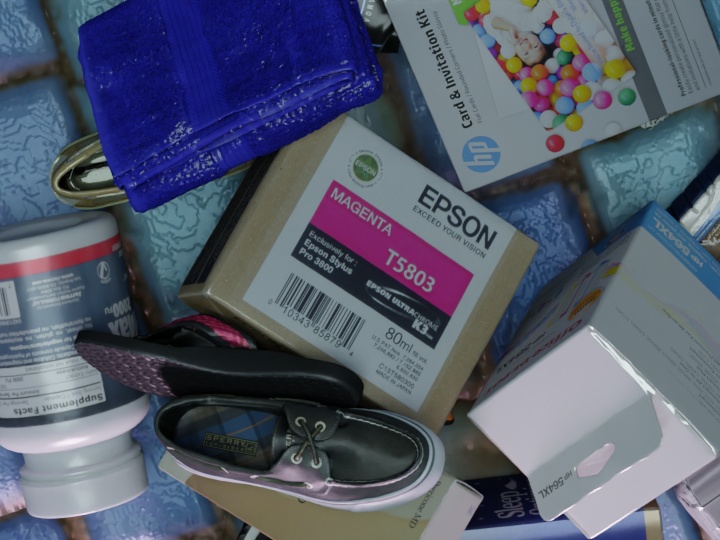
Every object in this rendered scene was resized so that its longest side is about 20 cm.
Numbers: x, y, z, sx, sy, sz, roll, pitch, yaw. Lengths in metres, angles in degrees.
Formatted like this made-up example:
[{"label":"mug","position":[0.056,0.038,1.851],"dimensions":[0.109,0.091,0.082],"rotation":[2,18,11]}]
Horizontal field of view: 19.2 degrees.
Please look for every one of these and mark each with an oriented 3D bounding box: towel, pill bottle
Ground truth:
[{"label":"towel","position":[-0.094,-0.143,1.440],"dimensions":[0.199,0.050,0.148],"rotation":[-24,74,16]},{"label":"pill bottle","position":[-0.213,0.067,1.520],"dimensions":[0.119,0.120,0.201],"rotation":[-10,100,2]}]

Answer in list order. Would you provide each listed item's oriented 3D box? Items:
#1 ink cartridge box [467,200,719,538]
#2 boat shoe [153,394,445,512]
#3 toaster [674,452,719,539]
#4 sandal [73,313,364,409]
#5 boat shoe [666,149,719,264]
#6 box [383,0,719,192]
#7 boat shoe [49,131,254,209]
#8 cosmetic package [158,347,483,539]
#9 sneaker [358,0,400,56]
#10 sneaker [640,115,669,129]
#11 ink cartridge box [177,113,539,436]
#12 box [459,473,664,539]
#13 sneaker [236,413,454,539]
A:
[{"label":"ink cartridge box","position":[0.177,0.072,1.461],"dimensions":[0.125,0.200,0.128],"rotation":[45,126,-6]},{"label":"boat shoe","position":[-0.045,0.118,1.416],"dimensions":[0.199,0.057,0.069],"rotation":[3,74,21]},{"label":"toaster","position":[0.301,0.126,1.505],"dimensions":[0.129,0.200,0.114],"rotation":[-41,96,23]},{"label":"sandal","position":[-0.094,0.058,1.445],"dimensions":[0.199,0.075,0.045],"rotation":[6,67,8]},{"label":"boat shoe","position":[0.295,-0.070,1.526],"dimensions":[0.072,0.072,0.200],"rotation":[39,107,-10]},{"label":"box","position":[0.134,-0.162,1.458],"dimensions":[0.199,0.041,0.156],"rotation":[-20,109,12]},{"label":"boat shoe","position":[-0.125,-0.090,1.515],"dimensions":[0.199,0.076,0.072],"rotation":[-25,95,2]},{"label":"cosmetic package","position":[-0.028,0.146,1.473],"dimensions":[0.199,0.071,0.105],"rotation":[27,85,25]},{"label":"sneaker","position":[-0.022,-0.178,1.505],"dimensions":[0.199,0.070,0.078],"rotation":[-19,94,3]},{"label":"sneaker","position":[0.166,-0.176,1.507],"dimensions":[0.200,0.077,0.089],"rotation":[43,105,-4]},{"label":"ink cartridge box","position":[0.000,0.000,1.486],"dimensions":[0.200,0.075,0.165],"rotation":[32,77,-15]},{"label":"box","position":[0.111,0.177,1.534],"dimensions":[0.199,0.121,0.033],"rotation":[-8,100,1]},{"label":"sneaker","position":[-0.013,0.158,1.558],"dimensions":[0.090,0.070,0.200],"rotation":[36,96,-2]}]
